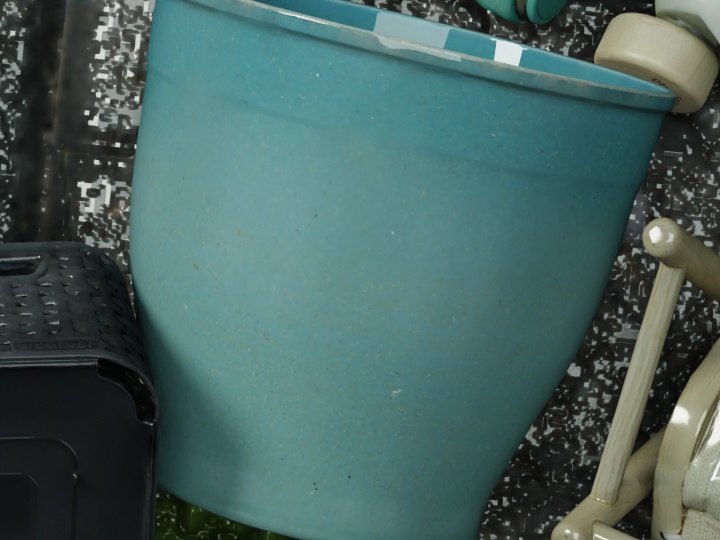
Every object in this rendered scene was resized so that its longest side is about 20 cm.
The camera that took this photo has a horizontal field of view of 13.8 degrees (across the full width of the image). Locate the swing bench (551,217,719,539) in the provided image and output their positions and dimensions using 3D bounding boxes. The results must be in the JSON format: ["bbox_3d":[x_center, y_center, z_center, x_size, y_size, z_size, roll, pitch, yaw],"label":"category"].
[{"bbox_3d":[0.211,0.065,1.093,0.198,0.200,0.130,23,106,25],"label":"swing bench"}]

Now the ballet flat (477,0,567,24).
[{"bbox_3d":[0.101,-0.191,1.201,0.070,0.067,0.200,36,79,20],"label":"ballet flat"}]

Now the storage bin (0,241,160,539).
[{"bbox_3d":[-0.148,0.099,1.079,0.135,0.094,0.201,-1,117,-12],"label":"storage bin"}]

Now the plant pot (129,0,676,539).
[{"bbox_3d":[0.000,0.000,1.115,0.199,0.200,0.189,13,98,-3],"label":"plant pot"}]

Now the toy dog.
[{"bbox_3d":[0.196,-0.089,1.178,0.199,0.096,0.132,7,83,-4],"label":"toy dog"}]
